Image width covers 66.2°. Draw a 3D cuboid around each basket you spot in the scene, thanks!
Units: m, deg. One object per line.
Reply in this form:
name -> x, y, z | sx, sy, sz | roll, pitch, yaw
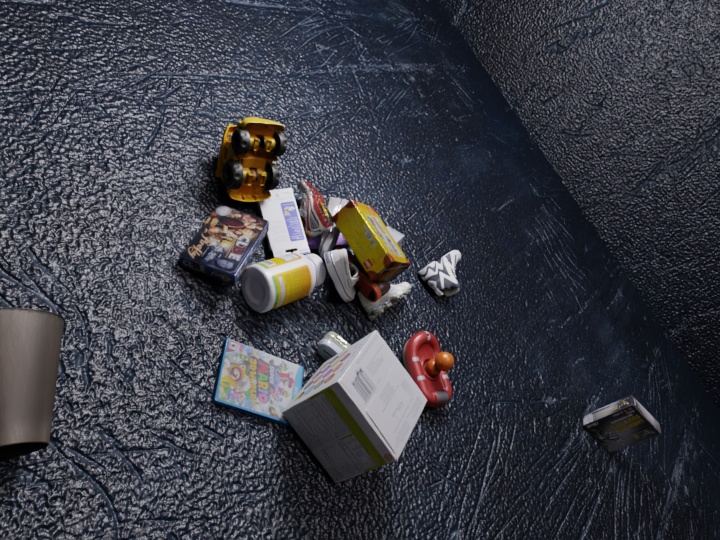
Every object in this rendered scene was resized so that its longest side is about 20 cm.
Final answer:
basket -> -0.549, 0.177, 0.850 | 0.178, 0.135, 0.203 | 8, 60, -46

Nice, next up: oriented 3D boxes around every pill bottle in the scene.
pill bottle -> -0.178, 0.021, 1.324 | 0.198, 0.111, 0.112 | -20, 76, -49

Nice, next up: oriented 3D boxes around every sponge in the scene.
sponge -> -0.124, -0.114, 1.535 | 0.198, 0.030, 0.113 | 0, 62, -44

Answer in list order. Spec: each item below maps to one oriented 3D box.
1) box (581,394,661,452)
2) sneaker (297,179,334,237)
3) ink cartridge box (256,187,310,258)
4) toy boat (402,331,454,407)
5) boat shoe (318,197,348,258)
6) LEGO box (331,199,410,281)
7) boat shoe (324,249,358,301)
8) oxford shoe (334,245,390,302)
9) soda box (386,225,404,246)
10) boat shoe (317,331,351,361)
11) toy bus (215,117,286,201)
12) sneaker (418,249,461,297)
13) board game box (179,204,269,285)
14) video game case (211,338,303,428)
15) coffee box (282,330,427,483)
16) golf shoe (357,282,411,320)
box -> 0.893, 0.530, 1.900 | 0.158, 0.199, 0.049 | 43, 37, -11
sneaker -> -0.140, -0.170, 1.480 | 0.078, 0.082, 0.202 | 38, 20, -41
ink cartridge box -> -0.202, -0.117, 1.431 | 0.098, 0.039, 0.203 | -9, 66, -19
toy boat -> 0.200, 0.258, 1.494 | 0.129, 0.130, 0.203 | 6, 58, -41
boat shoe -> -0.087, -0.121, 1.504 | 0.064, 0.072, 0.203 | 15, 61, 4
LEGO box -> 0.030, -0.077, 1.456 | 0.202, 0.077, 0.148 | 57, 18, 16
boat shoe -> -0.036, 0.011, 1.415 | 0.201, 0.065, 0.073 | 67, 8, -50
oxford shoe -> 0.000, 0.000, 1.513 | 0.072, 0.072, 0.200 | -29, 67, -35
soda box -> 0.055, -0.053, 1.617 | 0.063, 0.069, 0.200 | 30, 38, 15
boat shoe -> -0.017, 0.226, 1.359 | 0.200, 0.072, 0.062 | 43, 43, -7
toy bus -> -0.292, -0.303, 1.391 | 0.134, 0.203, 0.192 | -5, 35, -40
sneaker -> 0.285, 0.020, 1.788 | 0.198, 0.079, 0.131 | -24, 81, -49
board game box -> -0.310, -0.064, 1.277 | 0.133, 0.035, 0.202 | 18, 45, 2
video game case -> -0.216, 0.245, 1.198 | 0.198, 0.018, 0.145 | 27, 46, -28
coffee box -> -0.010, 0.297, 1.205 | 0.201, 0.197, 0.200 | 52, 36, -4
golf shoe -> 0.070, 0.057, 1.564 | 0.098, 0.078, 0.199 | 52, 39, 9
